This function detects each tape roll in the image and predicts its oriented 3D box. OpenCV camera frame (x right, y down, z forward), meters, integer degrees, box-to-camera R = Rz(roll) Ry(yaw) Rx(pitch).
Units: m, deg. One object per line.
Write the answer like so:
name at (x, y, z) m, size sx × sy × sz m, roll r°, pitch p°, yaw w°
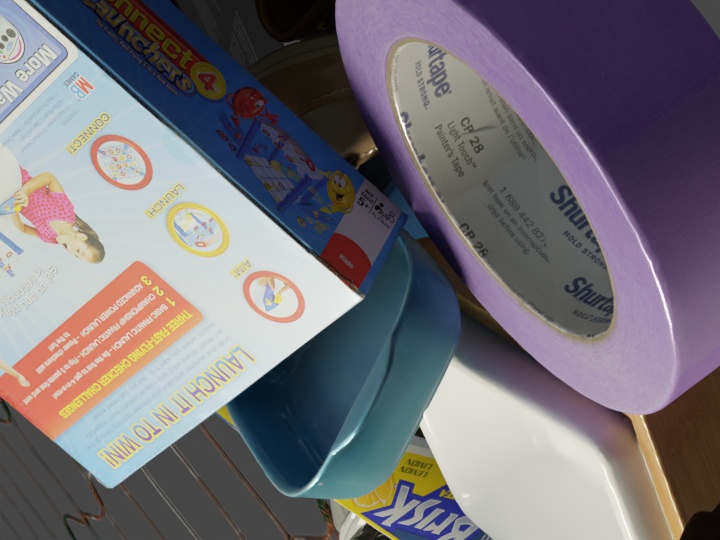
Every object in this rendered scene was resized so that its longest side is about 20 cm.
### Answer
tape roll at (0.076, -0.046, 0.947) m, size 0.200 × 0.066 × 0.200 m, roll 49°, pitch 162°, yaw 22°

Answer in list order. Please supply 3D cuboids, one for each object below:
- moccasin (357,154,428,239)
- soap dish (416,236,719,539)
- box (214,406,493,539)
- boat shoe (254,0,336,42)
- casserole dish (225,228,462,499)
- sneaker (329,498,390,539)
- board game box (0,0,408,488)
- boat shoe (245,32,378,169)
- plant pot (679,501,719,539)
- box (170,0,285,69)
moccasin at (0.000, 0.000, 1.248) m, size 0.068 × 0.080 × 0.200 m, roll 36°, pitch 157°, yaw 20°
soap dish at (0.100, 0.072, 1.112) m, size 0.200 × 0.081 × 0.157 m, roll 33°, pitch 153°, yaw 53°
box at (0.015, 0.101, 1.313) m, size 0.200 × 0.064 × 0.070 m, roll 38°, pitch 176°, yaw -36°
boat shoe at (-0.013, -0.153, 1.008) m, size 0.072 × 0.068 × 0.200 m, roll 50°, pitch 163°, yaw 20°
casserole dish at (-0.007, 0.030, 1.090) m, size 0.039 × 0.121 × 0.200 m, roll 24°, pitch -171°, yaw -21°
sneaker at (0.012, 0.100, 1.459) m, size 0.079 × 0.074 × 0.200 m, roll 57°, pitch 161°, yaw 28°
board game box at (-0.116, -0.025, 1.057) m, size 0.196 × 0.056 × 0.200 m, roll 42°, pitch 134°, yaw -12°
boat shoe at (-0.041, -0.044, 1.100) m, size 0.074 × 0.200 × 0.069 m, roll 32°, pitch -134°, yaw -47°
plant pot at (0.202, 0.161, 0.828) m, size 0.200 × 0.200 × 0.198 m, roll 23°, pitch 136°, yaw 62°
box at (-0.095, -0.110, 1.205) m, size 0.141 × 0.079 × 0.200 m, roll -82°, pitch -26°, yaw -53°
